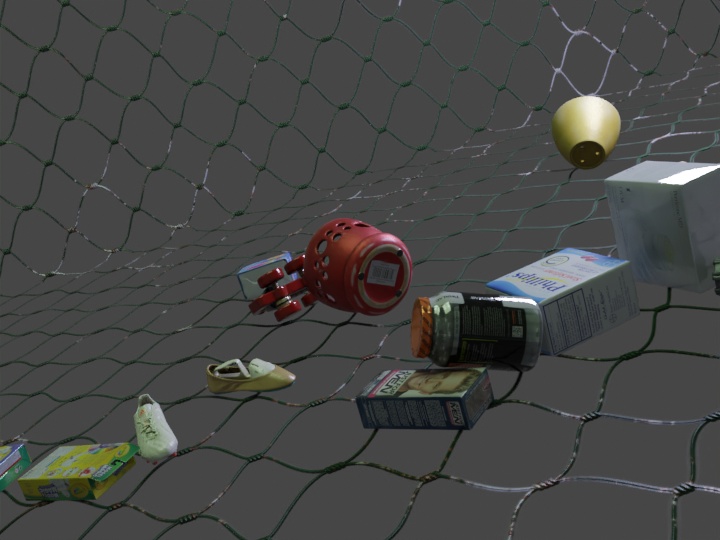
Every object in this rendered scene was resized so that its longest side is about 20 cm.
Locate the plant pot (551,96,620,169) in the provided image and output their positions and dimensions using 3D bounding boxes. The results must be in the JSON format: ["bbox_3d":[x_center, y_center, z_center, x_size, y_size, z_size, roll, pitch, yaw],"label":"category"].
[{"bbox_3d":[0.645,-0.371,2.651,0.197,0.201,0.143,-10,41,21],"label":"plant pot"}]

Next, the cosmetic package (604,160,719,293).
[{"bbox_3d":[0.568,-0.084,1.688,0.122,0.202,0.199,-23,16,-24],"label":"cosmetic package"}]

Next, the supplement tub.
[{"bbox_3d":[0.185,0.098,1.502,0.196,0.125,0.123,4,13,-9],"label":"supplement tub"}]

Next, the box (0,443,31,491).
[{"bbox_3d":[-0.732,0.382,1.734,0.197,0.049,0.117,-13,16,18],"label":"box"}]

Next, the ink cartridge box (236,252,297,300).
[{"bbox_3d":[-0.239,0.012,2.403,0.134,0.078,0.200,-17,5,0],"label":"ink cartridge box"}]

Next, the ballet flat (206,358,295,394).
[{"bbox_3d":[-0.219,0.203,1.797,0.197,0.064,0.069,-9,18,26],"label":"ballet flat"}]

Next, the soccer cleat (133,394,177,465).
[{"bbox_3d":[-0.374,0.283,1.659,0.068,0.079,0.200,-21,17,-15],"label":"soccer cleat"}]

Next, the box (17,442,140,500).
[{"bbox_3d":[-0.482,0.349,1.613,0.197,0.049,0.117,-11,17,30],"label":"box"}]

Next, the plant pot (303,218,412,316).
[{"bbox_3d":[0.000,0.000,2.023,0.198,0.203,0.182,-25,26,-27],"label":"plant pot"}]

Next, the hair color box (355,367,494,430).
[{"bbox_3d":[0.101,0.203,1.471,0.197,0.061,0.100,-5,19,34],"label":"hair color box"}]

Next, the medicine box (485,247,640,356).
[{"bbox_3d":[0.354,0.051,1.639,0.197,0.105,0.182,-22,16,-19],"label":"medicine box"}]

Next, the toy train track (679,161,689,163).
[{"bbox_3d":[0.747,-0.250,2.368,0.197,0.033,0.115,-17,16,-5],"label":"toy train track"}]

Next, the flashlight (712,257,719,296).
[{"bbox_3d":[0.685,0.003,1.522,0.197,0.069,0.068,-7,17,34],"label":"flashlight"}]

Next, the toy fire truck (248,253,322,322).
[{"bbox_3d":[-0.183,0.058,2.205,0.198,0.113,0.168,-27,-5,-34],"label":"toy fire truck"}]
